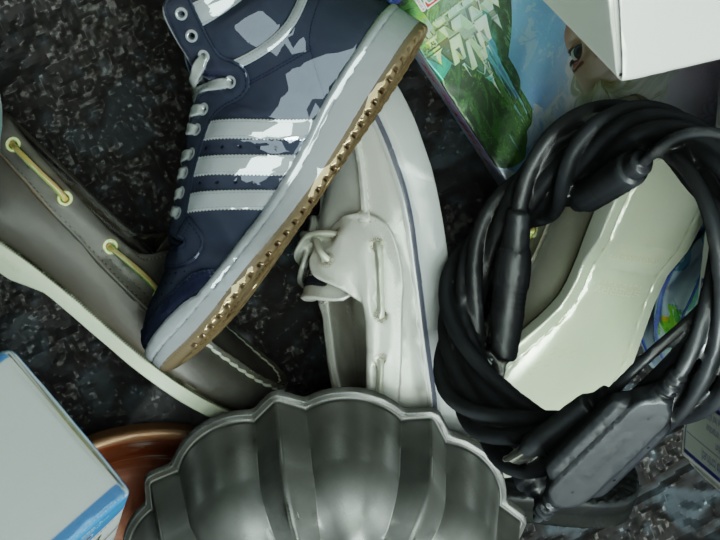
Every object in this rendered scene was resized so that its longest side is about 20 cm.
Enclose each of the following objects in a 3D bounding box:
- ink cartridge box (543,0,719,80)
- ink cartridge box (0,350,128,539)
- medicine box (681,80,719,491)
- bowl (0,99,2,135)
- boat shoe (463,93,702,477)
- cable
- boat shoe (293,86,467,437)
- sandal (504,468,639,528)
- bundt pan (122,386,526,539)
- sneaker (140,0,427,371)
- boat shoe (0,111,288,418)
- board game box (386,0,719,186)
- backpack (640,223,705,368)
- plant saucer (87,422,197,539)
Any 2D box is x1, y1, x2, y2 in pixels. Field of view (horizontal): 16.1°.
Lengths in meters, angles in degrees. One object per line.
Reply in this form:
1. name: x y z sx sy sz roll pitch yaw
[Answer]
1. ink cartridge box: 0.177 -0.167 1.137 0.199 0.147 0.083 -13 120 -12
2. ink cartridge box: -0.184 0.127 1.125 0.145 0.200 0.084 -42 86 -13
3. medicine box: 0.253 0.005 1.150 0.181 0.103 0.201 4 99 -9
4. bowl: -0.234 -0.074 1.132 0.105 0.200 0.202 -33 109 -33
5. boat shoe: 0.102 0.009 1.231 0.072 0.060 0.202 13 117 -32
6. cable: 0.110 0.005 1.138 0.051 0.164 0.200 14 129 -36
7. boat shoe: 0.000 0.000 1.228 0.065 0.072 0.201 -12 99 -23
8. sandal: 0.042 0.110 1.278 0.199 0.076 0.048 9 127 -14
9. bundt pan: -0.016 0.159 1.209 0.200 0.076 0.203 -1 119 -2
10. sneaker: -0.067 -0.060 1.176 0.108 0.070 0.200 35 90 1
11. boat shoe: -0.110 0.003 1.219 0.201 0.072 0.061 36 98 -14
12. board game box: 0.119 -0.142 1.233 0.200 0.041 0.200 -37 115 -1
13. backpack: 0.228 -0.005 1.260 0.199 0.154 0.164 -26 113 10
14. plant saucer: -0.105 0.173 1.281 0.199 0.032 0.202 -2 103 -10
